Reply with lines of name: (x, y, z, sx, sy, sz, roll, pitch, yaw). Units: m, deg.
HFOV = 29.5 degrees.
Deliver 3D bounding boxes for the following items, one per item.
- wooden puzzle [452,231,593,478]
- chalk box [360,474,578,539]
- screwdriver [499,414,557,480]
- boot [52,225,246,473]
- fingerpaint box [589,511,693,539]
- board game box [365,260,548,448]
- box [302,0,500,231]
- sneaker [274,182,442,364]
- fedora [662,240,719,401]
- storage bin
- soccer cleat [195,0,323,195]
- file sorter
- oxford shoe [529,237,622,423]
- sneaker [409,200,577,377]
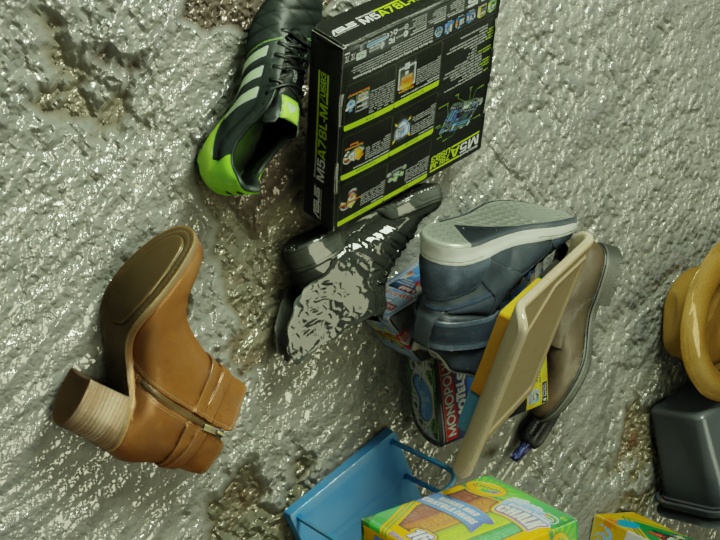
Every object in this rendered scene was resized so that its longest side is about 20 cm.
wooden puzzle: (0.144, 0.071, 1.248, 0.200, 0.037, 0.185, -43, 155, -55)
chalk box: (0.114, 0.269, 1.222, 0.200, 0.124, 0.124, -14, 110, -36)
screwdriver: (0.153, 0.214, 1.458, 0.029, 0.028, 0.200, 43, 73, -5)
boot: (-0.151, 0.072, 1.155, 0.155, 0.074, 0.200, 29, 96, -38)
fingerpaint box: (0.329, 0.397, 1.553, 0.073, 0.167, 0.200, 4, 98, -37)
board game box: (0.091, 0.061, 1.345, 0.200, 0.062, 0.200, -16, 112, -33)
box: (0.038, -0.156, 1.205, 0.200, 0.048, 0.193, -31, 144, -33)
sneaker: (0.002, 0.000, 1.254, 0.200, 0.060, 0.104, -26, 104, -23)
fedora: (0.407, 0.051, 1.572, 0.201, 0.082, 0.201, -3, 94, -40)
storage bin: (0.442, 0.197, 1.617, 0.200, 0.146, 0.134, -26, 107, -30)
soccer cleat: (-0.071, -0.153, 1.148, 0.068, 0.081, 0.200, 26, 85, -39)
file sorter: (0.044, 0.285, 1.330, 0.139, 0.123, 0.200, -36, 121, -26)
oxford shoe: (0.203, 0.060, 1.438, 0.084, 0.073, 0.200, 15, 91, -23)
sneaker: (0.121, 0.017, 1.274, 0.202, 0.077, 0.146, -16, 119, -42)
